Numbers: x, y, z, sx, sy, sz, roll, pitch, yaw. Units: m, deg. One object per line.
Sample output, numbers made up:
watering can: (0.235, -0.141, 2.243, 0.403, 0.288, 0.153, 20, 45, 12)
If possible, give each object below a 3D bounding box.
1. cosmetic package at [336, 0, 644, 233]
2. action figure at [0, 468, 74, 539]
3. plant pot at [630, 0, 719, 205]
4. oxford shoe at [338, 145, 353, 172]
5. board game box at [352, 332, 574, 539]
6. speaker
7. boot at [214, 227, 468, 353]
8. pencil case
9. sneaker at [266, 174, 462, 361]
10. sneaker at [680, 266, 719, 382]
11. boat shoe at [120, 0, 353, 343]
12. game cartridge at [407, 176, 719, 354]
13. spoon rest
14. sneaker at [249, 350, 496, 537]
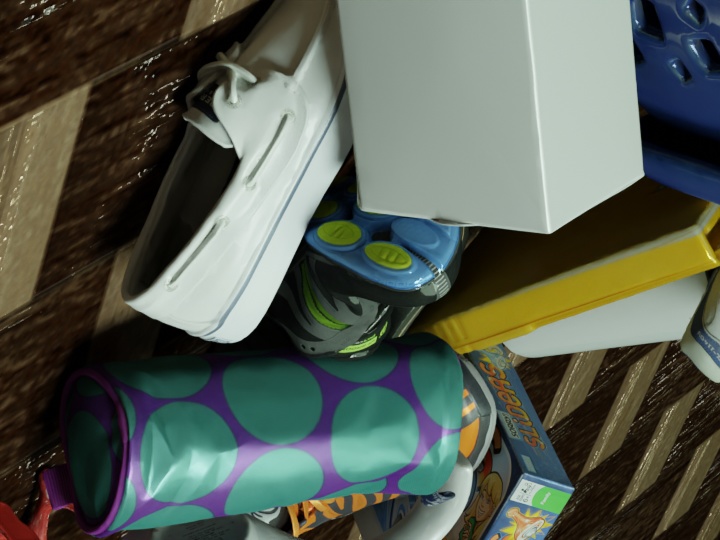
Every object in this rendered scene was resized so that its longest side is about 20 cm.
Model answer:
cosmetic package: (0.050, -0.125, 1.261, 0.085, 0.107, 0.201, -31, 123, -46)
action figure: (-0.163, 0.205, 1.489, 0.065, 0.099, 0.201, -30, 153, -44)
plant pot: (0.234, -0.134, 1.508, 0.199, 0.200, 0.181, -24, 116, -28)
oxford shoe: (0.033, -0.116, 1.376, 0.201, 0.072, 0.071, -56, -162, 11)
board game box: (0.047, 0.112, 1.677, 0.034, 0.200, 0.136, 18, 115, -26)
speaker: (0.161, 0.004, 1.730, 0.081, 0.082, 0.199, -39, -163, -33)
boot: (-0.010, 0.038, 1.590, 0.200, 0.077, 0.138, -44, 174, 6)
pencil case: (-0.047, 0.079, 1.440, 0.199, 0.086, 0.092, -4, 162, -30)
sneaker: (0.000, 0.000, 1.385, 0.071, 0.083, 0.199, -29, -169, -22)
sneaker: (0.230, -0.004, 1.621, 0.088, 0.075, 0.200, -46, 171, 33)
boat shoe: (-0.047, -0.064, 1.325, 0.065, 0.073, 0.201, 17, 97, -34)
game cartridge: (0.134, -0.019, 1.643, 0.199, 0.033, 0.176, -23, -165, 33)
spoon rest: (-0.037, 0.143, 1.510, 0.199, 0.099, 0.061, -17, 124, -19)
sneaker: (-0.015, 0.112, 1.605, 0.112, 0.078, 0.200, -29, 176, -43)
